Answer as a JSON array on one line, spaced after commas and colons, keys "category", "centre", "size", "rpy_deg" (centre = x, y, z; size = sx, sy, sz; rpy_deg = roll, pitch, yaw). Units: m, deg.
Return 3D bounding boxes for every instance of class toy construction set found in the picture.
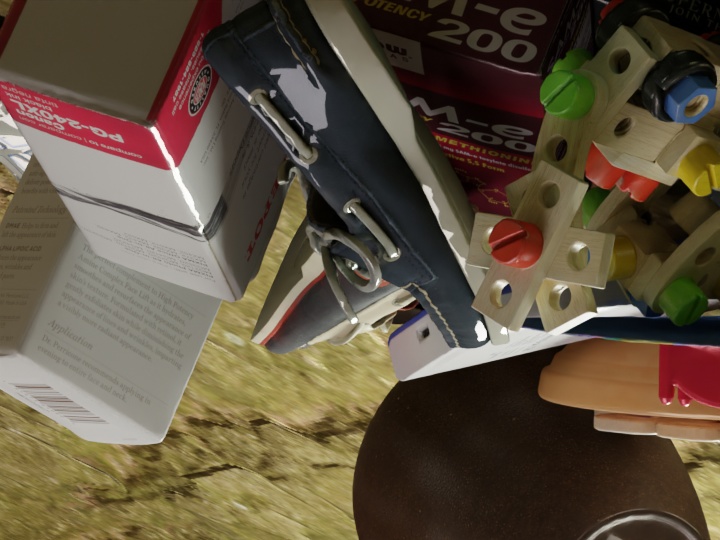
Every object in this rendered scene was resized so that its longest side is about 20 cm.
[{"category": "toy construction set", "centre": [0.109, -0.034, 1.092], "size": [0.092, 0.131, 0.200], "rpy_deg": [48, -158, 20]}]

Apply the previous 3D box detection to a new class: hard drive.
[{"category": "hard drive", "centre": [0.123, 0.010, 1.290], "size": [0.200, 0.025, 0.132], "rpy_deg": [-12, 172, -14]}]

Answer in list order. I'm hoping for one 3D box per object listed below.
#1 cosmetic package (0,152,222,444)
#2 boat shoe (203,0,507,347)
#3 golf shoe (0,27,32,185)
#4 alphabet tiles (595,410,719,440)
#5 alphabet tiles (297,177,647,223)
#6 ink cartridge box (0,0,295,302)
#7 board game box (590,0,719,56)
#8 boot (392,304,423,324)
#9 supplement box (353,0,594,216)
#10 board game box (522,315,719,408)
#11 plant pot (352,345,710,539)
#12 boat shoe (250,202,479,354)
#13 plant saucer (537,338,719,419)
[{"category": "cosmetic package", "centre": [-0.115, -0.024, 1.377], "size": [0.102, 0.200, 0.074], "rpy_deg": [36, 157, -35]}, {"category": "boat shoe", "centre": [0.003, -0.033, 1.080], "size": [0.062, 0.075, 0.200], "rpy_deg": [-27, 137, 5]}, {"category": "golf shoe", "centre": [-0.162, -0.079, 1.488], "size": [0.200, 0.078, 0.097], "rpy_deg": [23, 156, -6]}, {"category": "alphabet tiles", "centre": [0.224, 0.081, 1.419], "size": [0.200, 0.015, 0.196], "rpy_deg": [3, -177, 44]}, {"category": "alphabet tiles", "centre": [0.054, -0.034, 1.455], "size": [0.195, 0.015, 0.200], "rpy_deg": [19, 161, 9]}, {"category": "ink cartridge box", "centre": [-0.081, -0.094, 1.226], "size": [0.083, 0.145, 0.200], "rpy_deg": [16, 161, 14]}, {"category": "board game box", "centre": [0.083, -0.107, 1.190], "size": [0.200, 0.028, 0.135], "rpy_deg": [22, 162, -2]}, {"category": "boot", "centre": [0.033, -0.007, 1.440], "size": [0.097, 0.075, 0.200], "rpy_deg": [14, 171, -1]}, {"category": "supplement box", "centre": [0.042, -0.077, 1.178], "size": [0.109, 0.061, 0.200], "rpy_deg": [17, 160, 14]}, {"category": "board game box", "centre": [0.164, 0.044, 1.168], "size": [0.200, 0.039, 0.158], "rpy_deg": [0, -176, -33]}, {"category": "plant pot", "centre": [0.112, 0.145, 1.517], "size": [0.187, 0.187, 0.200], "rpy_deg": [29, -177, -21]}, {"category": "boat shoe", "centre": [0.000, 0.000, 1.245], "size": [0.063, 0.071, 0.200], "rpy_deg": [23, 158, -8]}, {"category": "plant saucer", "centre": [0.190, 0.049, 1.388], "size": [0.200, 0.037, 0.200], "rpy_deg": [1, -177, 0]}]
